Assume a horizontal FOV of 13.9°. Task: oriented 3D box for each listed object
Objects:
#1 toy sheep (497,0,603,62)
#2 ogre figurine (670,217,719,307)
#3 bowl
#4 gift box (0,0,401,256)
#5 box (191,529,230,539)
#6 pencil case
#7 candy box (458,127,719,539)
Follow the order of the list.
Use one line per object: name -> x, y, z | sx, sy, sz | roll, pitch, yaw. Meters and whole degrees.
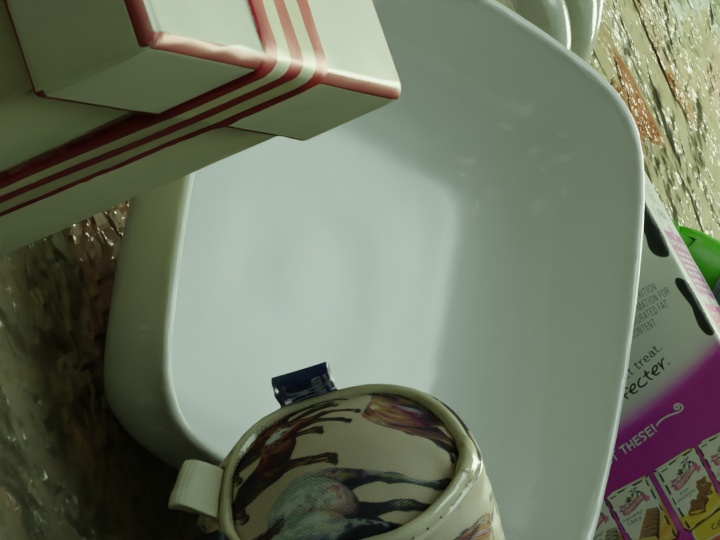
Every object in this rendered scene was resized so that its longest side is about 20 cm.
toy sheep -> 0.040, -0.119, 1.240 | 0.138, 0.138, 0.200 | 62, 16, -16
ogre figurine -> 0.093, 0.026, 1.189 | 0.120, 0.098, 0.200 | 49, -18, -2
bowl -> 0.000, 0.000, 0.994 | 0.200, 0.075, 0.200 | 25, 65, -34
gift box -> -0.107, -0.114, 0.775 | 0.184, 0.186, 0.201 | -10, 80, -70
box -> -0.042, 0.193, 0.788 | 0.141, 0.079, 0.200 | 58, 23, -32
pencil case -> 0.008, 0.122, 0.911 | 0.200, 0.089, 0.078 | 75, 28, -42
candy box -> 0.074, 0.048, 1.097 | 0.200, 0.136, 0.061 | 63, 12, 11
